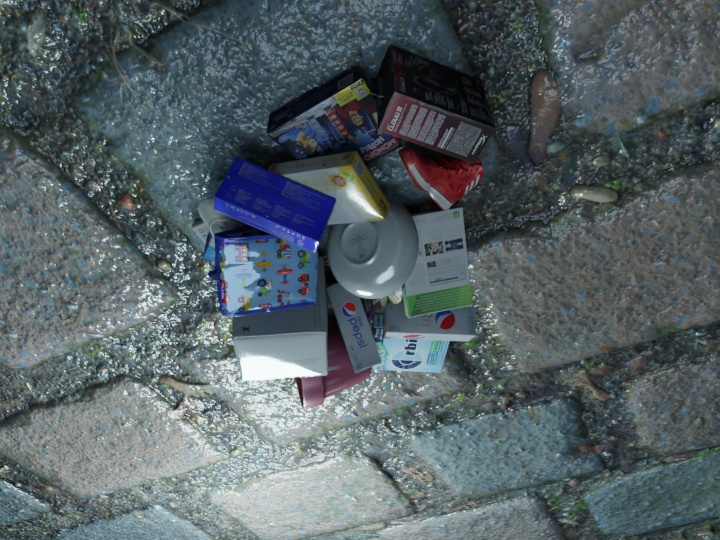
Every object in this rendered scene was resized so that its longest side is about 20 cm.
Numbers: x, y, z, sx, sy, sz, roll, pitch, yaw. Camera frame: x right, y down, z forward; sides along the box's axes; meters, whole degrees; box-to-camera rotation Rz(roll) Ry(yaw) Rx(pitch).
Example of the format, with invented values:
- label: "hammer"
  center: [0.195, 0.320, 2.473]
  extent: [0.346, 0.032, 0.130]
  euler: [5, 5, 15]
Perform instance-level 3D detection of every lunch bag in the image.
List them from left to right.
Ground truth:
- label: "lunch bag"
  center: [-0.181, -0.003, 1.101]
  extent: [0.195, 0.094, 0.155]
  euler: [-12, 119, -30]

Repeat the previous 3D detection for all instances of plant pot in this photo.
- label: "plant pot"
  center: [-0.073, 0.214, 1.446]
  extent: [0.174, 0.203, 0.203]
  euler: [-9, 137, -12]

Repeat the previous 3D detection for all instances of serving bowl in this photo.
- label: "serving bowl"
  center: [0.012, -0.050, 1.162]
  extent: [0.197, 0.205, 0.065]
  euler: [-25, 164, 23]

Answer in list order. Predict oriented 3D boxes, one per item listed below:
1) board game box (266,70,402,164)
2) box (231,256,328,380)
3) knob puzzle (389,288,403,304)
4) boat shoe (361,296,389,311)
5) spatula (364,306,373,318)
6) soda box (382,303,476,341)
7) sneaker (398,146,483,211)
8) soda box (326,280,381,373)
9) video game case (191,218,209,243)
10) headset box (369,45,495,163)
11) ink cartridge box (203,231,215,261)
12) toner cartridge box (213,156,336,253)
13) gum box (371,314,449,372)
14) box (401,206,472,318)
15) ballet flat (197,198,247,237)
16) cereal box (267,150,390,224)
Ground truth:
- label: "board game box"
  center: [-0.032, -0.233, 1.081]
  extent: [0.196, 0.063, 0.201]
  euler: [-23, 132, 20]
- label: "box"
  center: [-0.167, 0.102, 1.287]
  extent: [0.193, 0.203, 0.174]
  euler: [-3, 141, -3]
- label: "knob puzzle"
  center: [0.117, 0.048, 1.317]
  extent: [0.215, 0.031, 0.221]
  euler: [23, 154, 12]
- label: "boat shoe"
  center: [0.000, 0.000, 1.269]
  extent: [0.065, 0.072, 0.204]
  euler: [-28, 114, -6]
- label: "spatula"
  center: [0.004, 0.030, 1.360]
  extent: [0.020, 0.057, 0.203]
  euler: [10, 136, 35]
- label: "soda box"
  center: [0.147, 0.114, 1.299]
  extent: [0.193, 0.066, 0.068]
  euler: [3, 163, -4]
- label: "sneaker"
  center: [0.155, -0.197, 1.108]
  extent: [0.114, 0.080, 0.199]
  euler: [-35, 150, 17]
- label: "soda box"
  center: [-0.016, 0.118, 1.343]
  extent: [0.067, 0.063, 0.205]
  euler: [-20, 95, -4]
- label: "video game case"
  center: [-0.230, -0.057, 1.281]
  extent: [0.178, 0.022, 0.202]
  euler: [-18, 132, 17]
- label: "headset box"
  center: [0.108, -0.275, 0.979]
  extent: [0.195, 0.151, 0.076]
  euler: [14, 134, -16]
- label: "ink cartridge box"
  center: [-0.223, -0.094, 1.182]
  extent: [0.113, 0.069, 0.201]
  euler: [20, 131, -20]
- label: "toner cartridge box"
  center: [-0.150, -0.116, 1.058]
  extent: [0.195, 0.097, 0.043]
  euler: [23, 150, -1]
- label: "gum box"
  center: [0.120, 0.187, 1.510]
  extent: [0.193, 0.045, 0.173]
  euler: [4, 135, -3]
- label: "box"
  center: [0.147, -0.017, 1.216]
  extent: [0.140, 0.036, 0.206]
  euler: [-9, 99, -8]
- label: "ballet flat"
  center: [-0.230, -0.052, 1.128]
  extent: [0.068, 0.071, 0.201]
  euler: [-23, 131, 21]
- label: "cereal box"
  center: [-0.061, -0.143, 1.095]
  extent: [0.195, 0.040, 0.145]
  euler: [0, 145, 33]
